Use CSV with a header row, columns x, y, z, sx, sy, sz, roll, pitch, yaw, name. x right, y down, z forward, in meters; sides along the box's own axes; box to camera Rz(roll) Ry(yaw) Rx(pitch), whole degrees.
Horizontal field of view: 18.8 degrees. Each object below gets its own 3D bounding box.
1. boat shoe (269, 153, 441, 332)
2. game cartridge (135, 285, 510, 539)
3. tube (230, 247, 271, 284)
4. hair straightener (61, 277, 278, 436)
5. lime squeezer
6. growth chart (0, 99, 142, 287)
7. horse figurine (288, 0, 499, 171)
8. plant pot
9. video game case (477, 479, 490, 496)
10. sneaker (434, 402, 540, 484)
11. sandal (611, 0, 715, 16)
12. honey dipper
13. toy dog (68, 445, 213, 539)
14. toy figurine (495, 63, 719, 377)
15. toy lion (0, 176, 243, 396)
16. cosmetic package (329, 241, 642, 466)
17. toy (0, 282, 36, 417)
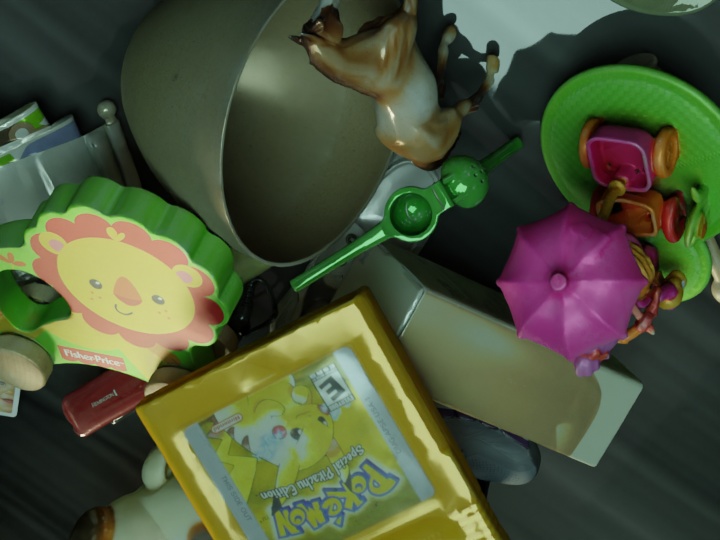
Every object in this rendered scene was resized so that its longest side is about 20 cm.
x,y,z,sx,sy,sz,roll,pitch,yaw,name
0.000,0.000,1.533,0.071,0.069,0.200,27,115,-10,boat shoe
-0.024,0.134,1.414,0.176,0.032,0.200,-27,98,16,game cartridge
-0.113,0.002,1.545,0.200,0.058,0.052,-23,144,19,tube
-0.128,0.057,1.573,0.200,0.077,0.041,-37,82,32,hair straightener
0.041,-0.047,1.448,0.200,0.071,0.038,-34,109,-22,lime squeezer
-0.245,-0.047,1.520,0.199,0.018,0.145,-16,114,-11,growth chart
0.034,-0.130,1.420,0.050,0.133,0.200,12,148,30,horse figurine
-0.078,-0.117,1.430,0.134,0.200,0.201,20,122,32,plant pot
0.015,0.226,1.584,0.025,0.181,0.200,42,112,-8,video game case
0.027,0.131,1.523,0.199,0.088,0.074,18,143,-6,sneaker
0.164,-0.216,1.397,0.201,0.057,0.080,28,111,-36,sandal
0.225,-0.059,1.513,0.038,0.038,0.200,-22,118,14,honey dipper
-0.110,0.194,1.575,0.200,0.194,0.140,-26,122,6,toy dog
0.159,-0.004,1.439,0.150,0.184,0.200,10,133,26,toy figurine
-0.170,0.011,1.441,0.199,0.069,0.192,9,141,20,toy lion
0.084,0.056,1.500,0.200,0.105,0.071,24,101,-29,cosmetic package
-0.295,0.019,1.572,0.115,0.047,0.201,10,117,-4,toy
